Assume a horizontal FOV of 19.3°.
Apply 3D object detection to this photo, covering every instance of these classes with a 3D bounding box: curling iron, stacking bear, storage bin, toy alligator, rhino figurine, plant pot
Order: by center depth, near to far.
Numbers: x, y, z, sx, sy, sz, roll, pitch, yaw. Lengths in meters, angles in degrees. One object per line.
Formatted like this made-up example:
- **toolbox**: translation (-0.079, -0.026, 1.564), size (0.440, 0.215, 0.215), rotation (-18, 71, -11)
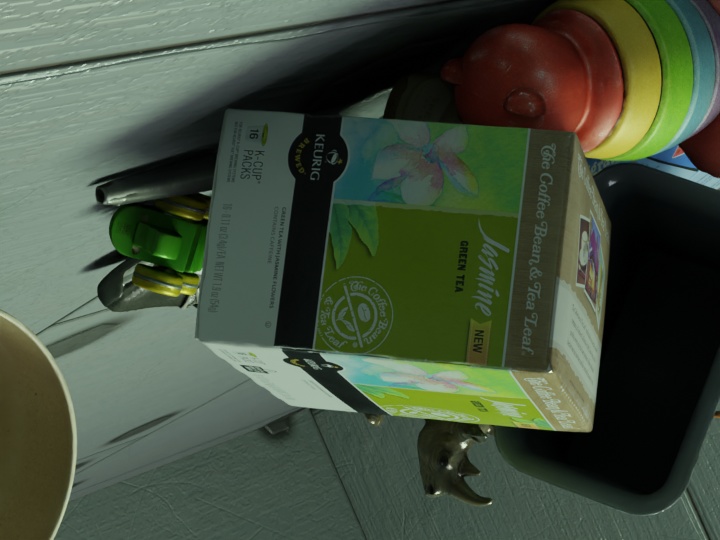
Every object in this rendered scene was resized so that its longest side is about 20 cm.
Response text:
- **plant pot**: translation (-0.269, 0.090, 1.124), size (0.199, 0.202, 0.134), rotation (-21, -152, -32)
- **stacking bear**: translation (0.135, -0.110, 1.233), size (0.199, 0.121, 0.115), rotation (-14, 128, -42)
- **curling iron**: translation (-0.077, -0.056, 1.241), size (0.049, 0.026, 0.199), rotation (-34, 169, 40)
- **toy alligator**: translation (-0.116, -0.022, 1.297), size (0.054, 0.060, 0.200), rotation (18, -176, 8)
- **rhino figurine**: translation (0.028, 0.059, 1.316), size (0.087, 0.201, 0.060), rotation (-35, 165, 17)
- **storage bin**: translation (0.188, 0.055, 1.326), size (0.144, 0.202, 0.134), rotation (19, 174, 19)

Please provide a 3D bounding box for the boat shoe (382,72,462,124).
- **boat shoe**: translation (0.089, -0.086, 1.317), size (0.064, 0.072, 0.199), rotation (16, -166, 31)

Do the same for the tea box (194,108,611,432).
- **tea box**: translation (0.033, 0.004, 1.188), size (0.195, 0.135, 0.200), rotation (3, 168, 14)

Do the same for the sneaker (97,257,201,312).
- **sneaker**: translation (-0.073, 0.017, 1.454), size (0.199, 0.116, 0.075), rotation (-23, 177, -19)

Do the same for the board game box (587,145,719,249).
- **board game box**: translation (0.194, -0.071, 1.395), size (0.199, 0.019, 0.104), rotation (-34, 136, -30)
